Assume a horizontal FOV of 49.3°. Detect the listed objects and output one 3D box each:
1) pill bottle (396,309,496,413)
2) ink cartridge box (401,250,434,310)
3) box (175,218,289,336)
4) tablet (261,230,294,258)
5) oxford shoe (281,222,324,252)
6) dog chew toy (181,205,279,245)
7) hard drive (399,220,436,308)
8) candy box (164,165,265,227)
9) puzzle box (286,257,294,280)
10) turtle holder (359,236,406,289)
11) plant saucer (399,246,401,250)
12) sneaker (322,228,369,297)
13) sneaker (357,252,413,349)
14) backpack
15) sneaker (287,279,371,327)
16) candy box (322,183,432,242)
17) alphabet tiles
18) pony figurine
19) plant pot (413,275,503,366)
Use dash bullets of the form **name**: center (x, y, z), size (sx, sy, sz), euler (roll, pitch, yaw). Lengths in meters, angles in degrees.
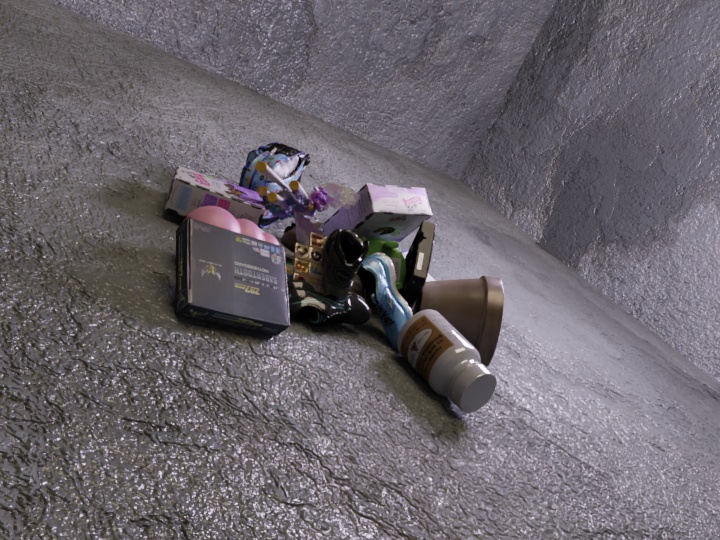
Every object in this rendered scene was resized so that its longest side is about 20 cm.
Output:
- **pill bottle**: center (0.166, 0.175, 1.506), size (0.113, 0.116, 0.200), euler (13, 22, -42)
- **ink cartridge box**: center (0.141, 0.043, 1.922), size (0.200, 0.041, 0.199), euler (48, 20, 11)
- **box**: center (-0.215, 0.014, 1.322), size (0.197, 0.051, 0.161), euler (17, 55, -36)
- **tablet**: center (-0.233, -0.075, 1.696), size (0.129, 0.014, 0.199), euler (12, 14, -41)
- **oxford shoe**: center (-0.134, -0.089, 1.862), size (0.083, 0.074, 0.200), euler (29, 16, 7)
- **dog chew toy**: center (-0.234, -0.044, 1.450), size (0.197, 0.126, 0.125), euler (14, 21, -34)
- **hard drive**: center (0.119, 0.001, 1.732), size (0.037, 0.201, 0.142), euler (15, 61, -4)
- **candy box**: center (-0.310, -0.148, 1.673), size (0.196, 0.073, 0.168), euler (18, 13, -16)
- **puzzle box**: center (-0.189, -0.008, 1.608), size (0.198, 0.026, 0.133), euler (9, 25, -49)
- **turtle holder**: center (0.007, 0.009, 1.733), size (0.143, 0.183, 0.132), euler (65, -12, 6)
- **plant saucer**: center (0.019, -0.088, 2.176), size (0.198, 0.039, 0.202), euler (27, 17, -9)
- **sneaker**: center (-0.025, -0.045, 1.540), size (0.075, 0.115, 0.201), euler (24, 28, -10)
- **sneaker**: center (0.040, 0.069, 1.594), size (0.089, 0.078, 0.203), euler (-17, 82, -47)
- **backpack**: center (-0.226, -0.204, 1.881), size (0.132, 0.186, 0.200), euler (23, 26, 13)
- **sneaker**: center (-0.065, 0.081, 1.504), size (0.197, 0.076, 0.080), euler (13, 35, -27)
- **candy box**: center (0.036, -0.113, 1.767), size (0.165, 0.199, 0.073), euler (1, 65, -35)
- **alphabet tiles**: center (-0.050, 0.015, 1.603), size (0.197, 0.006, 0.170), euler (16, 62, -28)
- **pony figurine**: center (-0.121, -0.140, 1.662), size (0.191, 0.169, 0.200), euler (30, -2, 30)
- **plant pot**: center (0.206, 0.099, 1.717), size (0.170, 0.204, 0.200), euler (11, 17, -2)
